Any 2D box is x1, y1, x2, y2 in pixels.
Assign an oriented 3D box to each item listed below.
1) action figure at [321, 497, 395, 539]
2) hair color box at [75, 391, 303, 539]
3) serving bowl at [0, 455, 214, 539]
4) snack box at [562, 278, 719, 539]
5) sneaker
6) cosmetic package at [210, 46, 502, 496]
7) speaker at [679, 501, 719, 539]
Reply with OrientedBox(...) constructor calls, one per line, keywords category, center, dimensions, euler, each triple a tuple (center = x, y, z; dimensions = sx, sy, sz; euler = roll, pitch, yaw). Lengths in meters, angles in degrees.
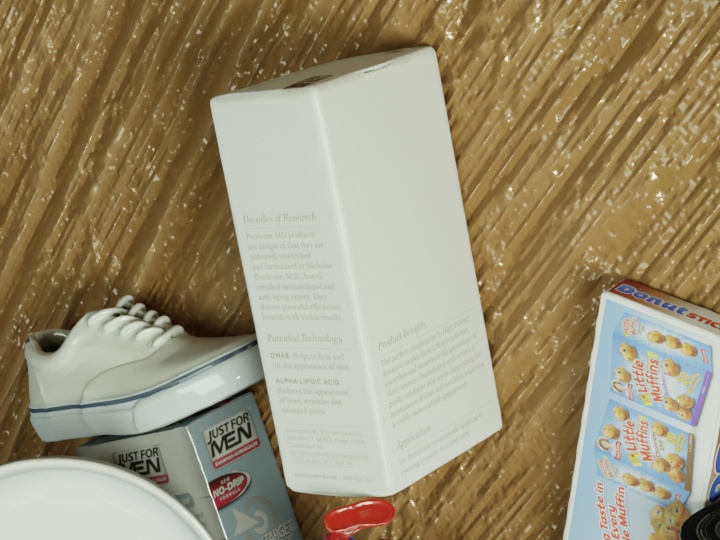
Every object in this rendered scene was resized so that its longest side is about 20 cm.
OrientedBox(category="action figure", center=(0.000, 0.171, 0.998), dimensions=(0.200, 0.051, 0.066), euler=(104, 158, -68))
OrientedBox(category="hair color box", center=(-0.080, 0.178, 1.109), dimensions=(0.099, 0.061, 0.201), euler=(-14, 97, 41))
OrientedBox(category="serving bowl", center=(-0.161, 0.193, 1.054), dimensions=(0.199, 0.066, 0.201), euler=(0, 97, -3))
OrientedBox(category="snack box", center=(0.136, 0.108, 0.926), dimensions=(0.072, 0.024, 0.201), euler=(23, 120, 33))
OrientedBox(category="sneaker", center=(-0.128, 0.051, 1.094), dimensions=(0.200, 0.073, 0.071), euler=(-14, 98, 41))
OrientedBox(category="cosmetic package", center=(0.000, 0.000, 0.948), dimensions=(0.074, 0.102, 0.201), euler=(-3, 103, 39))
OrientedBox(category="speaker", center=(0.194, 0.208, 0.878), dimensions=(0.081, 0.081, 0.201), euler=(4, 109, 39))
